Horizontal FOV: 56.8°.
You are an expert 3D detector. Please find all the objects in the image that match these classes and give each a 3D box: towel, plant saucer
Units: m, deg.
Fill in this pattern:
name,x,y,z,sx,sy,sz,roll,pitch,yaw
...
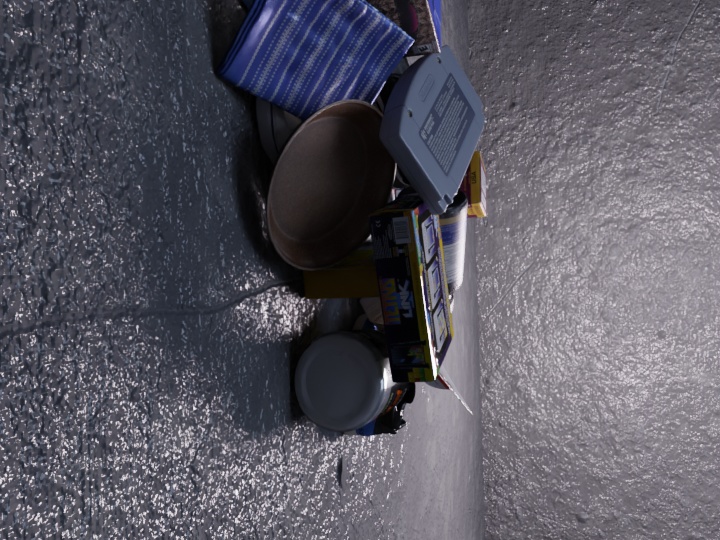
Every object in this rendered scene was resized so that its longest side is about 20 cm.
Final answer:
name,x,y,z,sx,sy,sz,roll,pitch,yaw
towel,-0.041,-0.229,0.707,0.199,0.024,0.146,17,113,-46
plant saucer,-0.038,-0.099,0.764,0.199,0.036,0.203,-28,133,-35

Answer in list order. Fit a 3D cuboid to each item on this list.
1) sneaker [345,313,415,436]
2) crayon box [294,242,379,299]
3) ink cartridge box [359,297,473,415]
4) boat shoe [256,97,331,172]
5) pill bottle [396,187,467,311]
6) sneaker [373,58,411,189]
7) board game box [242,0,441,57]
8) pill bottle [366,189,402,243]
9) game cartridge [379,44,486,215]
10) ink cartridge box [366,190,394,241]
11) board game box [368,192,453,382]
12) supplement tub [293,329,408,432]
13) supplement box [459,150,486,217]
name,x,y,z,sx,sy,sz,roll,pitch,yaw
sneaker,0.037,0.162,1.052,0.077,0.109,0.202,66,27,-52
crayon box,0.000,0.000,0.918,0.200,0.125,0.052,-32,118,-70
ink cartridge box,0.081,0.129,1.021,0.163,0.057,0.201,49,10,-28
boat shoe,-0.067,-0.137,0.796,0.071,0.069,0.202,-73,156,-48
pill bottle,0.110,-0.027,1.056,0.112,0.110,0.203,-64,157,-58
sneaker,0.071,-0.215,0.898,0.072,0.111,0.203,-8,97,-32
board game box,-0.016,-0.323,0.764,0.159,0.197,0.098,44,45,-67
pill bottle,0.065,-0.059,1.178,0.111,0.109,0.203,27,62,-72
game cartridge,0.091,-0.181,0.809,0.133,0.041,0.201,48,47,-24
ink cartridge box,-0.008,-0.115,0.975,0.200,0.082,0.147,-12,100,-75
board game box,0.068,0.013,0.827,0.165,0.056,0.203,-41,124,-70
supplement tub,-0.002,0.142,0.896,0.200,0.121,0.125,12,77,-73
supplement box,0.143,-0.162,1.304,0.131,0.197,0.105,21,68,-72
